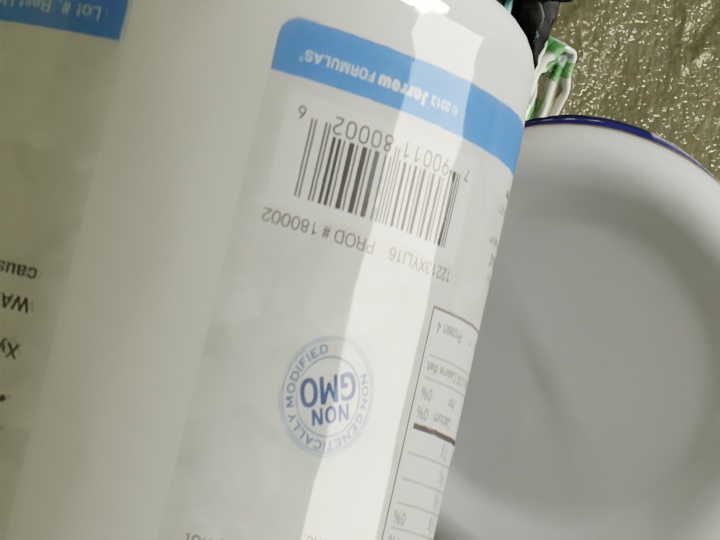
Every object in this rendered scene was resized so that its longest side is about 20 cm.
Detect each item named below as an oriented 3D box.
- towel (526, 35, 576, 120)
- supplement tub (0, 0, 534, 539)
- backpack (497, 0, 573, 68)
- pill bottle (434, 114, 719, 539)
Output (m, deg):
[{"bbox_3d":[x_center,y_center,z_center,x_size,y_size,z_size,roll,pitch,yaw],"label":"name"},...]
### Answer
[{"bbox_3d":[0.000,0.000,0.909,0.201,0.023,0.152,-66,-156,6],"label":"towel"},{"bbox_3d":[-0.048,0.034,0.511,0.132,0.131,0.201,112,-8,-84],"label":"supplement tub"},{"bbox_3d":[-0.004,-0.120,0.784,0.200,0.152,0.177,95,10,-82],"label":"backpack"},{"bbox_3d":[0.056,0.016,0.711,0.200,0.115,0.116,-38,141,-84],"label":"pill bottle"}]
